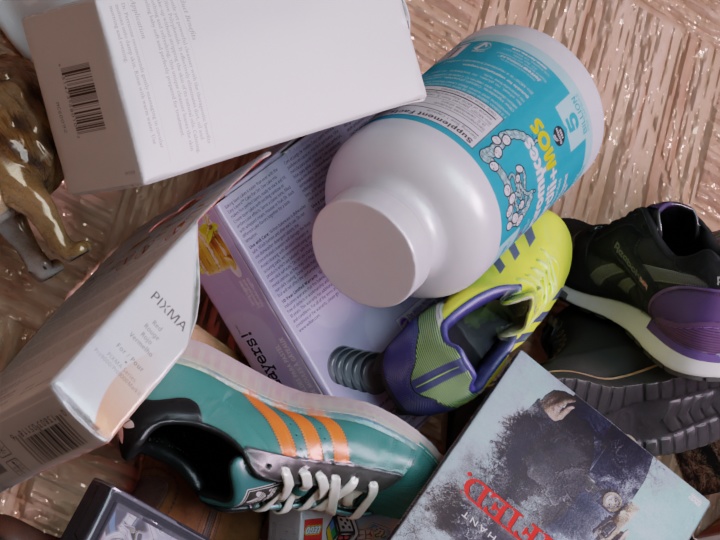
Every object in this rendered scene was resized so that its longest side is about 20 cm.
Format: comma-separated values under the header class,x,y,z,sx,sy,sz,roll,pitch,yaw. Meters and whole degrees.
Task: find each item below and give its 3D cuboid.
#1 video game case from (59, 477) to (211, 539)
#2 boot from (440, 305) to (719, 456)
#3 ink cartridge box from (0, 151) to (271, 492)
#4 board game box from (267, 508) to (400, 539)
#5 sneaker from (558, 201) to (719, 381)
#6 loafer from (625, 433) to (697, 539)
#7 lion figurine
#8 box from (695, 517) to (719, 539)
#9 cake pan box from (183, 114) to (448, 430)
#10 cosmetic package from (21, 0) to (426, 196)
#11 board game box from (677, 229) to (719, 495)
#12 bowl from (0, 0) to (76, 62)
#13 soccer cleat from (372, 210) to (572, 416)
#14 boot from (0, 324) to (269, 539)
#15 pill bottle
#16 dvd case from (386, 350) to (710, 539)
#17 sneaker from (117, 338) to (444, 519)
class,x,y,z,sx,sy,sz,roll,pitch,yaw
video game case,-0.121,0.239,1.581,0.181,0.025,0.200,34,80,-36
boot,0.119,0.068,1.799,0.200,0.138,0.078,-3,116,-26
ink cartridge box,-0.131,0.032,1.596,0.050,0.162,0.200,50,56,-10
board game box,0.032,0.192,1.722,0.200,0.035,0.126,-2,99,-36
sneaker,0.180,-0.010,1.795,0.076,0.200,0.088,-8,115,-31
loafer,0.168,0.175,1.770,0.076,0.200,0.068,-33,56,-3
lion figurine,-0.230,-0.031,1.599,0.200,0.072,0.123,-34,91,-31
box,0.339,0.160,1.911,0.200,0.124,0.098,-34,98,-36
cake pan box,0.000,0.000,1.743,0.200,0.052,0.184,-41,105,-45
cosmetic package,-0.073,-0.118,1.617,0.200,0.085,0.108,-18,97,-36
board game box,0.281,0.044,1.851,0.097,0.200,0.160,-22,91,-36
bowl,-0.121,-0.201,1.701,0.201,0.090,0.201,9,74,-34
soccer cleat,0.085,0.022,1.720,0.065,0.084,0.200,58,43,-11
boot,-0.120,0.116,1.641,0.188,0.068,0.200,29,63,-26
pill bottle,0.053,-0.056,1.702,0.111,0.111,0.200,57,44,-10
dvd case,0.098,0.154,1.624,0.146,0.022,0.200,39,52,-1
sneaker,-0.047,0.108,1.621,0.200,0.071,0.080,21,47,-13
